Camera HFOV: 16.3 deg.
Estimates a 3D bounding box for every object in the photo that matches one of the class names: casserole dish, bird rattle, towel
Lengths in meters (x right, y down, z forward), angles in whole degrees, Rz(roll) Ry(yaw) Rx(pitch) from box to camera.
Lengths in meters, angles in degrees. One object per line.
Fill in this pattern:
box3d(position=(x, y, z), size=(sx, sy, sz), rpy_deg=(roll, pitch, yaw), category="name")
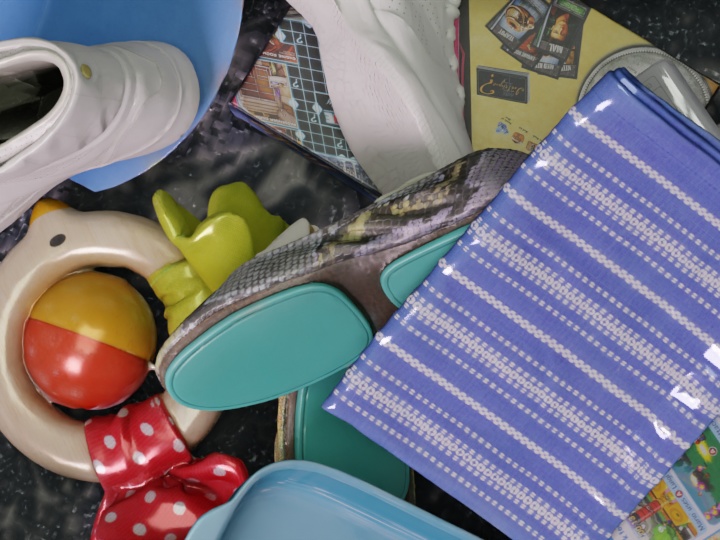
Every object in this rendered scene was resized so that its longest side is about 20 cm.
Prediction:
box3d(position=(0.000, 0.163, 1.137), size=(0.200, 0.039, 0.121), rpy_deg=(27, 81, -20), category="casserole dish")
box3d(position=(-0.107, 0.048, 1.209), size=(0.163, 0.113, 0.200), rpy_deg=(20, 98, 13), category="bird rattle")
box3d(position=(0.100, 0.027, 1.079), size=(0.145, 0.024, 0.200), rpy_deg=(36, 106, -14), category="towel")

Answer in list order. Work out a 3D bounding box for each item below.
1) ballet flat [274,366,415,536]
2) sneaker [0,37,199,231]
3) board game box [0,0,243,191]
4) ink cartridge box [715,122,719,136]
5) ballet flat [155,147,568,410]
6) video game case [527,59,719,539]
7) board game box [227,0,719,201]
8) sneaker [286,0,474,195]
box3d(position=(-0.005, 0.122, 1.191), size=(0.071, 0.071, 0.200), rpy_deg=(-18, 98, -2), category="ballet flat")
box3d(position=(-0.185, -0.059, 1.156), size=(0.200, 0.116, 0.074), rpy_deg=(-24, 79, 27), category="sneaker")
box3d(position=(-0.139, -0.134, 1.220), size=(0.200, 0.039, 0.158), rpy_deg=(27, 103, 21), category="board game box")
box3d(position=(0.263, -0.010, 1.150), size=(0.145, 0.145, 0.200), rpy_deg=(-29, 86, -37), category="ink cartridge box")
box3d(position=(0.000, 0.000, 1.122), size=(0.200, 0.072, 0.072), rpy_deg=(-23, 86, 10), category="ballet flat")
box3d(position=(0.120, 0.038, 1.130), size=(0.182, 0.024, 0.200), rpy_deg=(-36, 82, 18), category="video game case")
box3d(position=(0.055, -0.084, 1.232), size=(0.200, 0.035, 0.136), rpy_deg=(32, 86, 2), category="board game box")
box3d(position=(0.022, -0.117, 1.188), size=(0.088, 0.075, 0.200), rpy_deg=(-28, 93, -28), category="sneaker")
